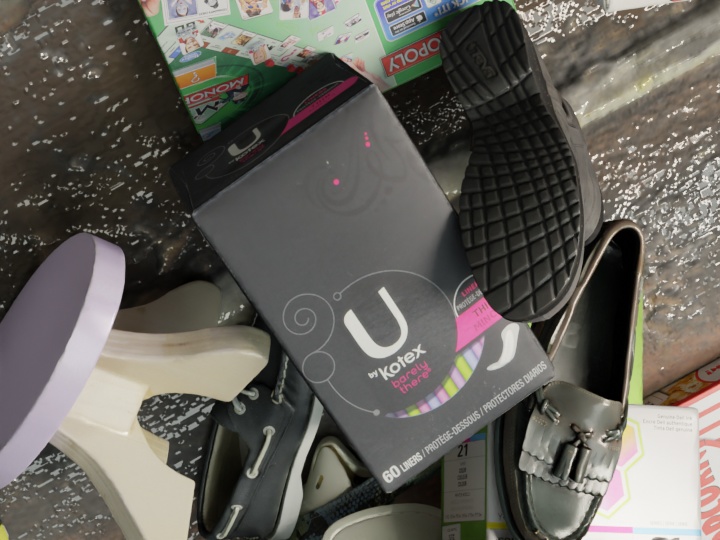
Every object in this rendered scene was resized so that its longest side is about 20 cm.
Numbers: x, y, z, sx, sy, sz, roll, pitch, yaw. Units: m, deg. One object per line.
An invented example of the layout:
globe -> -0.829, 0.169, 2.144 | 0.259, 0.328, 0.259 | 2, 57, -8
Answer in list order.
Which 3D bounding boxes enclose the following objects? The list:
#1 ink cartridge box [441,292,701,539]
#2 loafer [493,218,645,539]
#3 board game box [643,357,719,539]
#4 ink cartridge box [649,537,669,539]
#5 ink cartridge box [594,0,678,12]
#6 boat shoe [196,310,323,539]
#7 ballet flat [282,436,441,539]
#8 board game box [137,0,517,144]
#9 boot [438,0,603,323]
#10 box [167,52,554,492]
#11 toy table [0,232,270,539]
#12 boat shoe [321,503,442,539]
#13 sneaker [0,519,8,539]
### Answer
ink cartridge box -> 0.129, 0.086, 1.096 | 0.146, 0.076, 0.203 | 4, 80, -19
loafer -> 0.125, 0.062, 1.026 | 0.071, 0.063, 0.202 | 17, 69, -14
board game box -> 0.250, 0.147, 1.222 | 0.199, 0.046, 0.153 | -29, 103, 0
ink cartridge box -> 0.132, 0.211, 1.067 | 0.158, 0.048, 0.200 | -14, 158, 17
ink cartridge box -> 0.225, -0.176, 0.976 | 0.198, 0.174, 0.044 | -10, 122, -11
boat shoe -> -0.064, 0.090, 1.100 | 0.060, 0.076, 0.202 | -4, 120, -22
ballet flat -> 0.010, 0.122, 1.157 | 0.199, 0.074, 0.074 | -37, 123, 4
board game box -> -0.020, -0.156, 0.998 | 0.198, 0.029, 0.135 | -25, 125, -3
boot -> 0.106, -0.043, 0.989 | 0.069, 0.202, 0.132 | -16, 148, 21
box -> 0.000, 0.000, 0.987 | 0.122, 0.106, 0.201 | -35, 111, -2
toy table -> -0.144, 0.069, 1.013 | 0.116, 0.186, 0.200 | 23, 151, -22
boat shoe -> 0.066, 0.191, 1.134 | 0.199, 0.060, 0.073 | 6, 75, -14
sneaker -> -0.276, 0.240, 1.111 | 0.078, 0.090, 0.201 | 23, 109, -26
